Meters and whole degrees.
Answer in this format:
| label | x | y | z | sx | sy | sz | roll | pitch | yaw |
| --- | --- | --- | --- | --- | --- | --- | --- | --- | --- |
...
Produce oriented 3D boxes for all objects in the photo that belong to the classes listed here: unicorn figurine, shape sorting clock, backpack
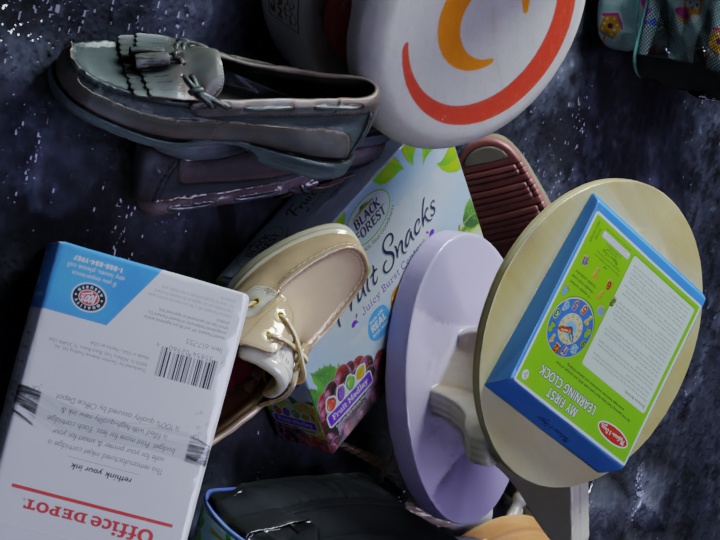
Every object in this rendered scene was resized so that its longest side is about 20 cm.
| label | x | y | z | sx | sy | sz | roll | pitch | yaw |
| --- | --- | --- | --- | --- | --- | --- | --- | --- | --- |
| unicorn figurine | 0.070 | 0.160 | 1.683 | 0.137 | 0.073 | 0.201 | -47 | 133 | -37 |
| shape sorting clock | 0.143 | 0.040 | 1.482 | 0.199 | 0.039 | 0.201 | -14 | 111 | -41 |
| backpack | -0.019 | 0.221 | 1.489 | 0.199 | 0.183 | 0.148 | 9 | 107 | -51 |
| backpack | 0.274 | -0.239 | 1.778 | 0.175 | 0.153 | 0.201 | -9 | 116 | -54 |

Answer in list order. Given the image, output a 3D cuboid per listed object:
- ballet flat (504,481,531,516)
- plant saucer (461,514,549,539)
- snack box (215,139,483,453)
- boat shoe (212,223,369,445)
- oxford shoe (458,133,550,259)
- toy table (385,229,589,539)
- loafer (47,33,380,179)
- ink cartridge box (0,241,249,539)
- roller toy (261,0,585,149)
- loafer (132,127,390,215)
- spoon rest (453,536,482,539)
| label | x | y | z | sx | sy | sz | roll | pitch | yaw |
| --- | --- | --- | --- | --- | --- | --- | --- | --- | --- |
| ballet flat | 0.131 | 0.114 | 1.738 | 0.057 | 0.066 | 0.201 | -81 | 173 | -53 |
| plant saucer | 0.080 | 0.269 | 1.704 | 0.200 | 0.037 | 0.201 | -31 | 140 | -30 |
| snack box | 0.000 | 0.000 | 1.560 | 0.200 | 0.053 | 0.143 | -49 | 134 | -33 |
| boat shoe | -0.065 | 0.053 | 1.420 | 0.200 | 0.069 | 0.074 | -41 | 128 | -10 |
| oxford shoe | 0.115 | -0.026 | 1.716 | 0.075 | 0.070 | 0.201 | -76 | 153 | -49 |
| toy table | 0.099 | 0.081 | 1.561 | 0.183 | 0.117 | 0.201 | -33 | 121 | -39 |
| loafer | -0.081 | -0.108 | 1.358 | 0.199 | 0.072 | 0.063 | 12 | 132 | -31 |
| ink cartridge box | -0.146 | 0.095 | 1.332 | 0.115 | 0.068 | 0.201 | 16 | 86 | -13 |
| roller toy | 0.035 | -0.182 | 1.463 | 0.183 | 0.140 | 0.200 | -53 | 139 | 1 |
| loafer | -0.064 | -0.071 | 1.454 | 0.199 | 0.072 | 0.063 | -6 | 124 | -47 |
| spoon rest | 0.104 | 0.247 | 1.633 | 0.199 | 0.061 | 0.100 | 22 | 93 | -25 |
